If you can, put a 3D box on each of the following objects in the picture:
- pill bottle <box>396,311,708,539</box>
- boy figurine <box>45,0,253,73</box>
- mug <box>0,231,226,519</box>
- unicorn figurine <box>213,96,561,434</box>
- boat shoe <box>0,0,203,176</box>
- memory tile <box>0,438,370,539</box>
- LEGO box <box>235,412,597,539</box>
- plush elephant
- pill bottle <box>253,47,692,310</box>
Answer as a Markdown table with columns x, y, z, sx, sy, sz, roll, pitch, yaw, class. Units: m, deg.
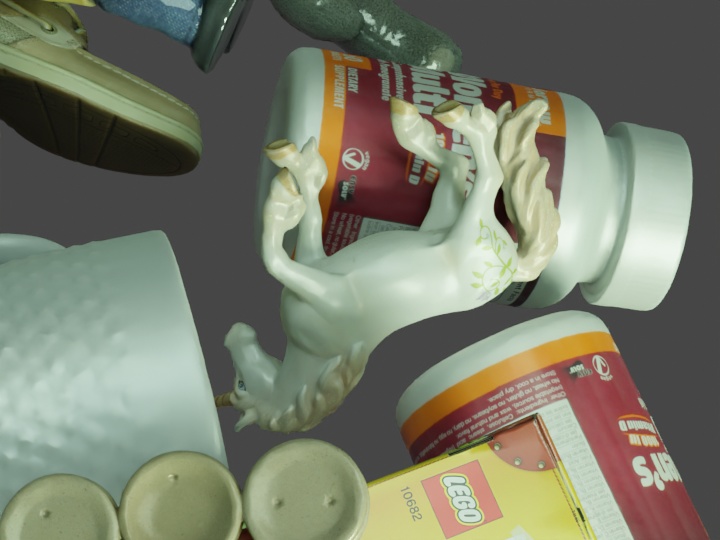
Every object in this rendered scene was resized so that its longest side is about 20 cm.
| x | y | z | sx | sy | sz | roll | pitch | yaw | class |
| --- | --- | --- | --- | --- | --- | --- | --- | --- | --- |
| 0.103 | 0.129 | 1.082 | 0.110 | 0.110 | 0.200 | -19 | 73 | -20 | pill bottle |
| -0.146 | -0.165 | 1.137 | 0.200 | 0.064 | 0.124 | 26 | 23 | 4 | boy figurine |
| -0.162 | 0.056 | 1.041 | 0.175 | 0.148 | 0.200 | -13 | 44 | -8 | mug |
| 0.000 | 0.000 | 1.063 | 0.200 | 0.074 | 0.137 | -13 | 115 | 4 | unicorn figurine |
| -0.164 | -0.109 | 1.149 | 0.200 | 0.072 | 0.065 | 23 | 65 | 2 | boat shoe |
| -0.089 | 0.149 | 0.913 | 0.200 | 0.017 | 0.153 | -9 | 75 | 6 | memory tile |
| 0.041 | 0.181 | 0.956 | 0.149 | 0.077 | 0.200 | -19 | 73 | -16 | LEGO box |
| -0.006 | -0.211 | 1.181 | 0.200 | 0.155 | 0.165 | 25 | 64 | -3 | plush elephant |
| 0.054 | -0.041 | 1.150 | 0.200 | 0.110 | 0.110 | 9 | 66 | -10 | pill bottle |
